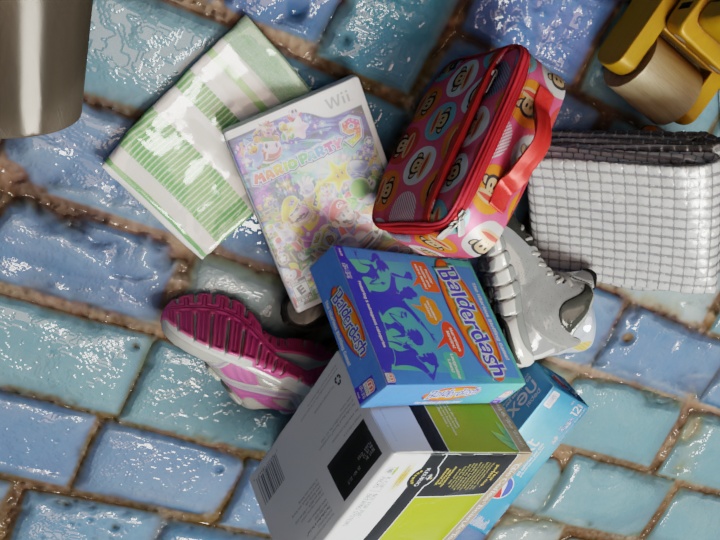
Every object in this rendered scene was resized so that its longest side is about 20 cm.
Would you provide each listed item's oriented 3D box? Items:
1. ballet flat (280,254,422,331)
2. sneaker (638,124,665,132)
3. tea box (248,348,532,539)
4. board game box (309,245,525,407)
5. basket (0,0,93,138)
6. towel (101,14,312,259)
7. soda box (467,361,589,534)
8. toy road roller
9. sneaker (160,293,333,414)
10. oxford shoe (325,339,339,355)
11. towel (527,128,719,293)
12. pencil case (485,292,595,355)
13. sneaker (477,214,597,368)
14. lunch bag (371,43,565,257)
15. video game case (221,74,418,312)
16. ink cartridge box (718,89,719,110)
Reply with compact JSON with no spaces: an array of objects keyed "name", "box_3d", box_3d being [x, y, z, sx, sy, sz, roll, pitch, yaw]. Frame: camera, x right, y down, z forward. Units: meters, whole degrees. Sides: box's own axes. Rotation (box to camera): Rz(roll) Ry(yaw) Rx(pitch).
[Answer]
[{"name":"ballet flat","box_3d":[0.000,0.000,1.007,0.199,0.057,0.067,-28,95,-8]},{"name":"sneaker","box_3d":[0.365,-0.093,1.059,0.092,0.076,0.200,-39,124,-11]},{"name":"tea box","box_3d":[0.028,0.200,0.957,0.196,0.134,0.200,11,126,-39]},{"name":"board game box","box_3d":[0.059,0.056,0.920,0.199,0.153,0.045,5,142,-43]},{"name":"basket","box_3d":[-0.290,-0.221,0.758,0.179,0.136,0.201,-3,120,-11]},{"name":"towel","box_3d":[-0.133,-0.123,0.912,0.200,0.023,0.153,-42,119,6]},{"name":"soda box","box_3d":[0.173,0.207,1.099,0.064,0.068,0.200,31,103,-27]},{"name":"toy road roller","box_3d":[0.353,-0.238,0.933,0.122,0.146,0.200,29,104,-26]},{"name":"sneaker","box_3d":[-0.126,0.099,0.988,0.199,0.082,0.088,30,125,-13]},{"name":"oxford shoe","box_3d":[-0.031,0.165,1.053,0.070,0.075,0.201,14,110,-23]},{"name":"towel","box_3d":[0.280,-0.065,0.988,0.199,0.086,0.166,6,130,26]},{"name":"pencil case","box_3d":[0.166,0.068,1.060,0.199,0.083,0.091,-12,101,-12]},{"name":"sneaker","box_3d":[0.188,-0.006,0.991,0.115,0.075,0.201,-14,95,-5]},{"name":"lunch bag","box_3d":[0.107,-0.109,0.879,0.082,0.176,0.201,31,78,-28]},{"name":"video game case","box_3d":[-0.035,-0.074,0.931,0.142,0.018,0.201,-24,112,-9]},{"name":"ink cartridge box","box_3d":[0.477,-0.104,1.035,0.085,0.148,0.201,-18,118,-7]}]
